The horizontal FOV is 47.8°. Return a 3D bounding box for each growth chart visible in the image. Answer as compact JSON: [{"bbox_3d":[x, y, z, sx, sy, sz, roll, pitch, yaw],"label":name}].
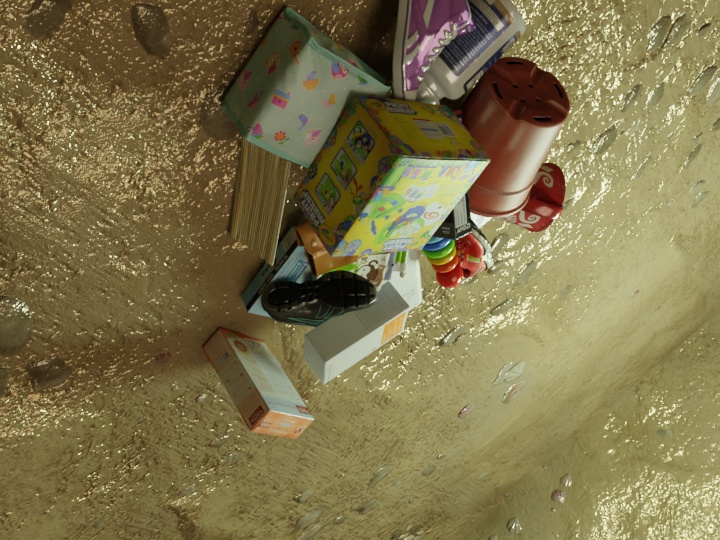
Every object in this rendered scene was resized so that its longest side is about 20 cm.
[{"bbox_3d":[0.000,0.000,1.436,0.197,0.018,0.146,-19,139,-13],"label":"growth chart"}]

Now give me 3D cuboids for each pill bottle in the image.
[{"bbox_3d":[0.146,-0.336,1.241,0.200,0.111,0.111,-44,146,5],"label":"pill bottle"}]

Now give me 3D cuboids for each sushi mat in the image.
[{"bbox_3d":[-0.154,-0.105,1.226,0.012,0.095,0.202,-40,154,-45],"label":"sushi mat"}]

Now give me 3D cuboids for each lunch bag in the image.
[{"bbox_3d":[-0.065,-0.238,1.138,0.199,0.122,0.171,20,114,-47],"label":"lunch bag"}]

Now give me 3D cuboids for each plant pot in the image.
[{"bbox_3d":[0.232,-0.227,1.334,0.199,0.202,0.196,-18,155,-29],"label":"plant pot"}]

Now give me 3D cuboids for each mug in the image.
[{"bbox_3d":[0.272,-0.159,1.493,0.197,0.177,0.136,12,81,-26],"label":"mug"}]

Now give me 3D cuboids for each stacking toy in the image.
[{"bbox_3d":[0.150,-0.048,1.544,0.085,0.085,0.201,-34,129,-9],"label":"stacking toy"}]

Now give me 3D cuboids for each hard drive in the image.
[{"bbox_3d":[0.060,0.030,1.611,0.131,0.027,0.201,-30,145,-15],"label":"hard drive"}]

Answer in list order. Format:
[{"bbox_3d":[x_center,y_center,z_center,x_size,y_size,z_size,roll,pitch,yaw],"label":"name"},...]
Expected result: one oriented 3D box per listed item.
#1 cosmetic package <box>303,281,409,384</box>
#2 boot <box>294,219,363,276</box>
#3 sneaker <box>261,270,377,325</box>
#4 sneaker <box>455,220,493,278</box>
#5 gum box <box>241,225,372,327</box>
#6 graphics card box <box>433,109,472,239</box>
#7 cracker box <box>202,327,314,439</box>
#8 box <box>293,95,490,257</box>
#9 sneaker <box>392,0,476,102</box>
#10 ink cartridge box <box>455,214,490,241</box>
[{"bbox_3d":[-0.008,0.117,1.527,0.199,0.071,0.102,-32,157,-21],"label":"cosmetic package"},{"bbox_3d":[-0.043,-0.098,1.316,0.142,0.071,0.204,-23,115,-22],"label":"boot"},{"bbox_3d":[-0.069,0.051,1.392,0.196,0.076,0.080,-3,150,-1],"label":"sneaker"},{"bbox_3d":[0.211,-0.038,1.608,0.084,0.077,0.200,-34,147,0],"label":"sneaker"},{"bbox_3d":[-0.086,0.019,1.448,0.198,0.045,0.170,17,121,-43],"label":"gum box"},{"bbox_3d":[0.114,-0.157,1.326,0.051,0.124,0.203,-25,116,-40],"label":"graphics card box"},{"bbox_3d":[-0.183,0.202,1.450,0.058,0.201,0.133,-46,146,11],"label":"cracker box"},{"bbox_3d":[0.044,-0.132,1.172,0.198,0.123,0.193,-5,142,-45],"label":"box"},{"bbox_3d":[0.105,-0.321,1.155,0.073,0.112,0.204,-68,165,-72],"label":"sneaker"},{"bbox_3d":[0.201,-0.135,1.590,0.199,0.044,0.174,-38,148,-5],"label":"ink cartridge box"}]
